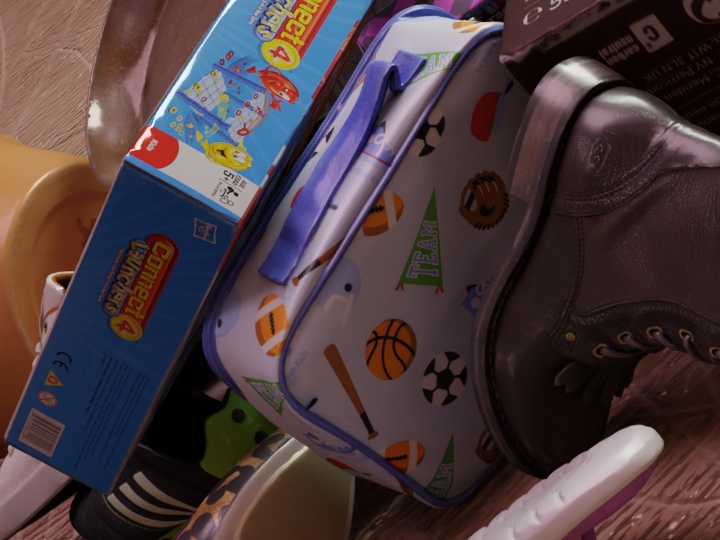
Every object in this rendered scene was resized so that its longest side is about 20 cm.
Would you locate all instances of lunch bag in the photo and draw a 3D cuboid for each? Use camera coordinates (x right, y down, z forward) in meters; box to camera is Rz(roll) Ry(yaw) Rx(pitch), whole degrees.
[{"bbox_3d":[0.030,-0.011,1.097,0.076,0.160,0.200,20,76,51],"label":"lunch bag"}]

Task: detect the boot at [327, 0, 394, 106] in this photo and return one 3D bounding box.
[{"bbox_3d":[0.009,-0.190,1.362,0.095,0.200,0.074,-18,-15,24],"label":"boot"}]

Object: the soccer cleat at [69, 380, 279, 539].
[{"bbox_3d":[-0.093,0.092,1.255,0.200,0.081,0.068,-15,31,54],"label":"soccer cleat"}]

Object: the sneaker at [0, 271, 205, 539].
[{"bbox_3d":[-0.143,0.051,1.321,0.200,0.085,0.073,-48,-7,19],"label":"sneaker"}]

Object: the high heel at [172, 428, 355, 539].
[{"bbox_3d":[-0.086,0.137,1.155,0.142,0.071,0.200,-5,48,49],"label":"high heel"}]

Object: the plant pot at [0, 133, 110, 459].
[{"bbox_3d":[-0.198,0.012,1.477,0.140,0.200,0.200,-5,38,42],"label":"plant pot"}]

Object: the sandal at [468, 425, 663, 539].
[{"bbox_3d":[0.052,0.129,0.975,0.203,0.050,0.082,-44,0,30],"label":"sandal"}]

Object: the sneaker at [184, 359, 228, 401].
[{"bbox_3d":[-0.083,0.014,1.418,0.105,0.075,0.200,-22,33,51],"label":"sneaker"}]

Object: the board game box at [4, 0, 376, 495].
[{"bbox_3d":[-0.072,-0.032,1.154,0.196,0.056,0.200,-62,1,-44],"label":"board game box"}]

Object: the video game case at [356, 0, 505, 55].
[{"bbox_3d":[0.115,-0.138,1.288,0.200,0.036,0.181,-36,-24,12],"label":"video game case"}]

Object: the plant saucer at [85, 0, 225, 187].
[{"bbox_3d":[-0.085,-0.133,1.342,0.200,0.034,0.201,-42,37,44],"label":"plant saucer"}]

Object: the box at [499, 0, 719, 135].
[{"bbox_3d":[0.174,-0.129,1.089,0.166,0.164,0.200,-29,32,28],"label":"box"}]

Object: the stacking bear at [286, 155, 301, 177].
[{"bbox_3d":[0.000,0.000,1.257,0.200,0.121,0.114,176,97,-75],"label":"stacking bear"}]

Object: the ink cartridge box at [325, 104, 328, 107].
[{"bbox_3d":[0.026,-0.151,1.475,0.200,0.144,0.084,-29,21,30],"label":"ink cartridge box"}]

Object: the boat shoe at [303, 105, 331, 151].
[{"bbox_3d":[-0.020,-0.043,1.387,0.200,0.072,0.068,-22,23,-30],"label":"boat shoe"}]

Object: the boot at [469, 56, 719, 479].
[{"bbox_3d":[0.130,0.024,0.977,0.069,0.200,0.174,-23,39,-38],"label":"boot"}]
